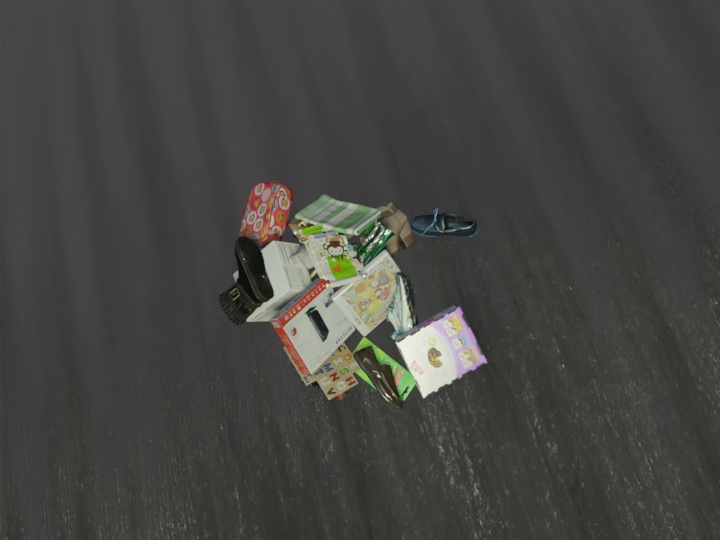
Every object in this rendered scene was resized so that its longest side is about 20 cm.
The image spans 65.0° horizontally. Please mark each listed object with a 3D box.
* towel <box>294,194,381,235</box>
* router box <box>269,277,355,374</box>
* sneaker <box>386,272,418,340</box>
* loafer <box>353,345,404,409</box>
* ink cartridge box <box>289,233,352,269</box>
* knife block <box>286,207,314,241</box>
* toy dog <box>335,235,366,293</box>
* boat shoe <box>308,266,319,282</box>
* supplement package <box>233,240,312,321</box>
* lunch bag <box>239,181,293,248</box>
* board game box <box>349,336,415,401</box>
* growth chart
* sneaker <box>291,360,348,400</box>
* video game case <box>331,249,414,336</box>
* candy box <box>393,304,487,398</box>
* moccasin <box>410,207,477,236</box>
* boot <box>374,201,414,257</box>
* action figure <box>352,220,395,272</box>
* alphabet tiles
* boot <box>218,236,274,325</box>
[{"bbox_3d":[-0.059,-0.154,1.557,0.196,0.024,0.152,19,38,25],"label":"towel"},{"bbox_3d":[-0.127,0.149,1.558,0.200,0.048,0.182,-42,111,-35],"label":"router box"},{"bbox_3d":[0.107,0.108,1.577,0.084,0.077,0.206,-4,101,20],"label":"sneaker"},{"bbox_3d":[0.060,0.287,1.541,0.071,0.073,0.201,-38,75,-4],"label":"loafer"},{"bbox_3d":[-0.104,-0.077,1.627,0.067,0.115,0.200,54,45,-14],"label":"ink cartridge box"},{"bbox_3d":[-0.175,-0.124,1.670,0.173,0.201,0.064,-28,108,33],"label":"knife block"},{"bbox_3d":[0.000,0.000,1.669,0.128,0.096,0.206,4,89,9],"label":"toy dog"},{"bbox_3d":[-0.126,0.035,1.669,0.066,0.072,0.201,45,112,1],"label":"boat shoe"},{"bbox_3d":[-0.254,0.034,1.649,0.198,0.110,0.159,-34,67,31],"label":"supplement package"},{"bbox_3d":[-0.304,-0.173,1.759,0.173,0.081,0.205,4,74,40],"label":"lunch bag"},{"bbox_3d":[0.059,0.286,1.594,0.198,0.030,0.096,36,85,22],"label":"board game box"},{"bbox_3d":[-0.077,-0.045,1.514,0.142,0.018,0.203,-22,72,-29],"label":"growth chart"},{"bbox_3d":[-0.120,0.299,1.594,0.097,0.072,0.200,-33,66,-29],"label":"sneaker"},{"bbox_3d":[0.039,0.067,1.587,0.199,0.183,0.023,-41,39,-2],"label":"video game case"},{"bbox_3d":[0.212,0.215,1.520,0.197,0.072,0.171,-28,94,-1],"label":"candy box"},{"bbox_3d":[0.243,-0.145,1.650,0.194,0.068,0.083,0,71,10],"label":"moccasin"},{"bbox_3d":[0.068,-0.108,1.649,0.198,0.070,0.148,-32,87,-36],"label":"boot"},{"bbox_3d":[0.007,-0.044,1.579,0.203,0.054,0.118,-58,36,8],"label":"action figure"},{"bbox_3d":[-0.098,0.258,1.581,0.164,0.008,0.201,-23,59,-27],"label":"alphabet tiles"},{"bbox_3d":[-0.340,0.029,1.597,0.157,0.079,0.215,-34,67,32],"label":"boot"}]
